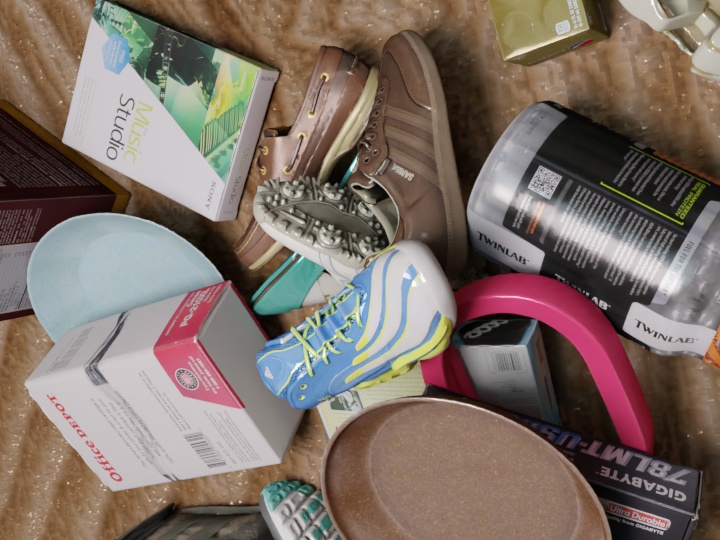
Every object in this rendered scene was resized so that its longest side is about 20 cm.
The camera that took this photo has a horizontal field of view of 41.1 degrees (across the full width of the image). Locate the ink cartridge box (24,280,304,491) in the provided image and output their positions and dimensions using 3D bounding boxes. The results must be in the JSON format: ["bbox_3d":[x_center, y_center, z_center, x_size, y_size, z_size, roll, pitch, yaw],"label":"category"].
[{"bbox_3d":[-0.170,0.108,0.853,0.199,0.085,0.145,-15,120,28],"label":"ink cartridge box"}]

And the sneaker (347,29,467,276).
[{"bbox_3d":[0.025,-0.089,0.698,0.075,0.071,0.202,-7,65,-7],"label":"sneaker"}]

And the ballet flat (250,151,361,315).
[{"bbox_3d":[-0.018,-0.017,0.802,0.070,0.067,0.200,40,115,3],"label":"ballet flat"}]

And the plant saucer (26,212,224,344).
[{"bbox_3d":[-0.205,0.024,0.887,0.199,0.039,0.202,6,126,8],"label":"plant saucer"}]

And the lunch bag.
[{"bbox_3d":[-0.183,0.290,0.869,0.199,0.164,0.119,-7,98,28],"label":"lunch bag"}]

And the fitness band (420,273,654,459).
[{"bbox_3d":[0.124,0.089,0.676,0.143,0.038,0.201,-13,118,32],"label":"fitness band"}]

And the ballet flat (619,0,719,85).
[{"bbox_3d":[0.224,-0.167,0.643,0.200,0.064,0.076,42,147,13],"label":"ballet flat"}]

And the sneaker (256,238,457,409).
[{"bbox_3d":[-0.009,0.051,0.639,0.076,0.105,0.200,58,156,14],"label":"sneaker"}]

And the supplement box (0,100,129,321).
[{"bbox_3d":[-0.371,-0.061,0.904,0.197,0.200,0.133,35,110,20],"label":"supplement box"}]

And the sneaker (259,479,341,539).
[{"bbox_3d":[-0.032,0.278,0.841,0.200,0.077,0.091,50,119,15],"label":"sneaker"}]

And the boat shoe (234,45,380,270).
[{"bbox_3d":[-0.054,-0.093,0.795,0.067,0.072,0.201,30,107,-12],"label":"boat shoe"}]

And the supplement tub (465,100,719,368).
[{"bbox_3d":[0.182,-0.023,0.660,0.199,0.122,0.123,31,109,22],"label":"supplement tub"}]

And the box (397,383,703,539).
[{"bbox_3d":[0.123,0.195,0.699,0.198,0.050,0.200,16,130,14],"label":"box"}]

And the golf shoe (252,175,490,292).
[{"bbox_3d":[0.000,0.000,0.744,0.199,0.079,0.097,23,131,-15],"label":"golf shoe"}]

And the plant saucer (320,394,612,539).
[{"bbox_3d":[0.070,0.155,0.642,0.199,0.037,0.202,12,125,18],"label":"plant saucer"}]

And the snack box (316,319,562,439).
[{"bbox_3d":[0.054,0.097,0.767,0.198,0.037,0.117,-2,121,28],"label":"snack box"}]

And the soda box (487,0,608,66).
[{"bbox_3d":[0.118,-0.257,0.698,0.067,0.064,0.202,-15,89,29],"label":"soda box"}]

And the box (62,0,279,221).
[{"bbox_3d":[-0.180,-0.149,0.886,0.199,0.036,0.145,26,108,22],"label":"box"}]
